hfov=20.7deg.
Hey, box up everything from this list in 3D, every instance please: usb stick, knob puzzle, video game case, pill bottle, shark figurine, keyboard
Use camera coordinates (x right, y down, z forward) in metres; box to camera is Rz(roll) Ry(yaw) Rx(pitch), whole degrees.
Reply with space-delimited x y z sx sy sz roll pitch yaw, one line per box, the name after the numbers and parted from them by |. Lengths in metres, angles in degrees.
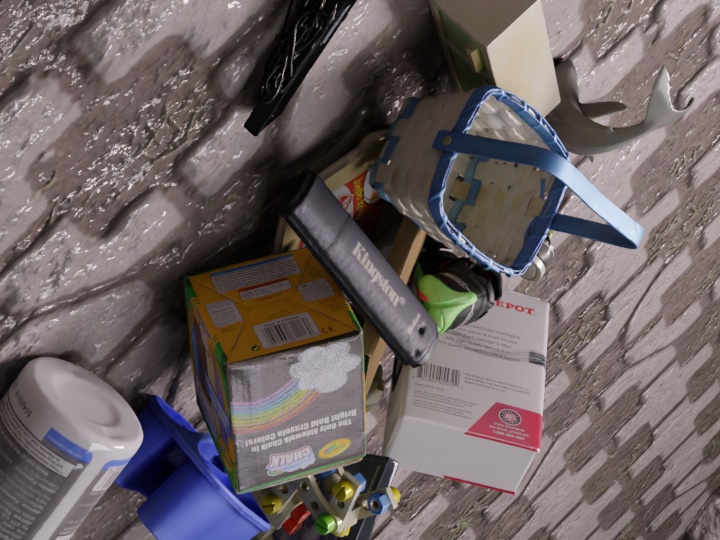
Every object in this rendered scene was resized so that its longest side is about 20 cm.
0.000 0.000 1.653 0.033 0.200 0.055 -18 -147 35 | usb stick
-0.009 -0.063 1.757 0.220 0.030 0.220 -39 158 -19 | knob puzzle
-0.052 0.246 1.979 0.019 0.200 0.143 33 72 -33 | video game case
-0.275 0.178 1.592 0.200 0.114 0.114 -52 157 15 | pill bottle
0.199 -0.146 1.813 0.089 0.214 0.128 42 81 -29 | shark figurine
-0.036 -0.195 1.500 0.200 0.040 0.104 -55 179 20 | keyboard

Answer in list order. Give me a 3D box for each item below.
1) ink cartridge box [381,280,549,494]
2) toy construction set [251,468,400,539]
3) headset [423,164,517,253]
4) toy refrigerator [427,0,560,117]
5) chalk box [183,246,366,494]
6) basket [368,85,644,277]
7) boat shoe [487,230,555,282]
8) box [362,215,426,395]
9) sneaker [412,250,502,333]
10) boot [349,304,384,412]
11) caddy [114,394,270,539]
0.107 0.111 1.996 0.084 0.145 0.200 110 -9 -46 | ink cartridge box
-0.062 0.239 1.899 0.200 0.131 0.092 -50 164 23 | toy construction set
0.096 -0.088 1.881 0.124 0.094 0.200 -44 174 -16 | headset
0.115 -0.188 1.704 0.070 0.076 0.200 -43 159 -7 | toy refrigerator
-0.072 0.101 1.703 0.124 0.124 0.200 -14 133 -15 | chalk box
0.122 -0.074 1.655 0.176 0.200 0.139 37 76 -50 | basket
0.152 -0.035 1.932 0.060 0.072 0.202 -43 -169 -5 | boat shoe
0.025 0.026 1.792 0.164 0.021 0.200 101 10 -62 | box
0.096 0.020 1.917 0.084 0.077 0.200 -11 -168 1 | sneaker
-0.024 0.100 1.959 0.155 0.072 0.200 -10 144 -54 | boot
-0.152 0.189 1.795 0.105 0.141 0.200 -39 158 -2 | caddy
